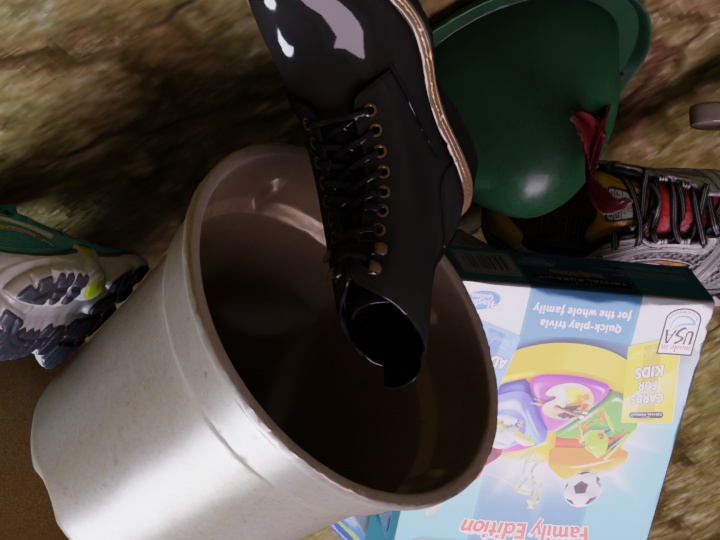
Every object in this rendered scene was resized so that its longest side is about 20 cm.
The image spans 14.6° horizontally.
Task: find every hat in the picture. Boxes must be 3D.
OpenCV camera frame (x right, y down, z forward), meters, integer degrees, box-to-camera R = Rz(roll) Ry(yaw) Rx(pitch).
[{"bbox_3d":[0.106,-0.040,1.489,0.166,0.176,0.200,-43,148,28],"label":"hat"}]

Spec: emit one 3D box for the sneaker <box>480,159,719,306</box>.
[{"bbox_3d":[0.164,-0.023,1.597,0.199,0.078,0.082,-3,167,14],"label":"sneaker"}]

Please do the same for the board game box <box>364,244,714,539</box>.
[{"bbox_3d":[0.095,0.091,1.537,0.150,0.047,0.201,5,114,-18],"label":"board game box"}]

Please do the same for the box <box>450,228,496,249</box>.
[{"bbox_3d":[0.044,0.042,1.681,0.039,0.041,0.200,-59,178,-29],"label":"box"}]

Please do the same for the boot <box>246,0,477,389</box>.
[{"bbox_3d":[-0.003,-0.055,1.339,0.077,0.139,0.200,-15,133,28],"label":"boot"}]

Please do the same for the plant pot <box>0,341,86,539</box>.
[{"bbox_3d":[-0.200,0.161,1.554,0.186,0.200,0.187,-21,152,-11],"label":"plant pot"}]

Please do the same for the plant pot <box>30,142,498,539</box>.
[{"bbox_3d":[-0.063,0.068,1.426,0.200,0.201,0.183,6,147,-45],"label":"plant pot"}]

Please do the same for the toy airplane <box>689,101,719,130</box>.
[{"bbox_3d":[0.319,-0.089,1.620,0.200,0.142,0.199,-25,147,35],"label":"toy airplane"}]

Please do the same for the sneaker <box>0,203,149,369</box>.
[{"bbox_3d":[-0.166,-0.003,1.441,0.078,0.080,0.200,-45,169,3],"label":"sneaker"}]

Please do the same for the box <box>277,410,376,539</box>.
[{"bbox_3d":[-0.010,0.110,1.616,0.048,0.122,0.200,-39,130,-9],"label":"box"}]
